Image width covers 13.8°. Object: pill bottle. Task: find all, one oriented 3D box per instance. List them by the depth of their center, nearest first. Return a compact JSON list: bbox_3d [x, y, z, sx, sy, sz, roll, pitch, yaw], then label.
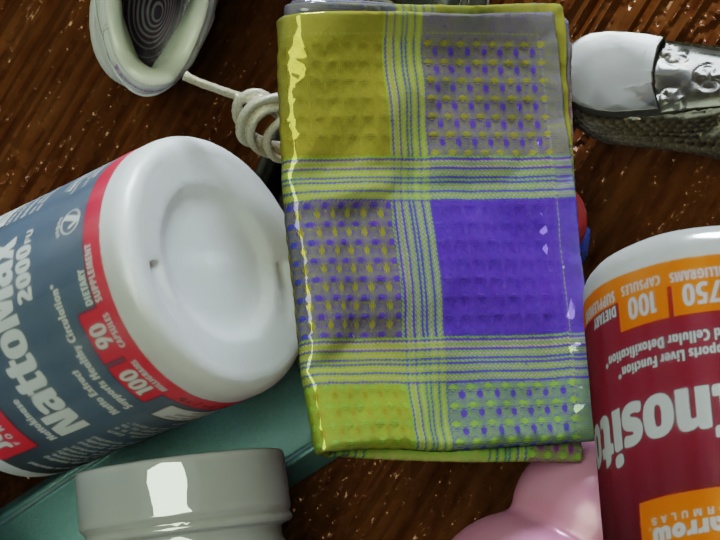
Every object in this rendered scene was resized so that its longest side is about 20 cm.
[{"bbox_3d":[0.154,0.092,1.223,0.112,0.113,0.201,-9,69,13],"label":"pill bottle"},{"bbox_3d":[-0.068,0.184,1.325,0.113,0.114,0.202,-9,84,13],"label":"pill bottle"},{"bbox_3d":[-0.132,0.027,1.341,0.199,0.119,0.120,-24,76,37],"label":"pill bottle"}]

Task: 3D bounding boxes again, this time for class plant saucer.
[{"bbox_3d":[-0.096,0.102,1.399,0.199,0.019,0.070,-33,76,7],"label":"plant saucer"}]

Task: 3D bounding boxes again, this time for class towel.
[{"bbox_3d":[0.034,-0.019,1.262,0.143,0.023,0.202,2,79,-25],"label":"towel"}]

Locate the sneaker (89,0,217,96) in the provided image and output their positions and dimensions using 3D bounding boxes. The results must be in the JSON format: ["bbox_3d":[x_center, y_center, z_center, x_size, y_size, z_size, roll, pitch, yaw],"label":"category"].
[{"bbox_3d":[-0.081,-0.176,1.371,0.074,0.100,0.201,6,102,-7],"label":"sneaker"}]

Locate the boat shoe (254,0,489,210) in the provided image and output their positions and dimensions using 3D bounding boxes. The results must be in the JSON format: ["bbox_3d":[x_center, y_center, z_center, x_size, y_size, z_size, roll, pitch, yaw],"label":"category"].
[{"bbox_3d":[0.002,-0.075,1.376,0.067,0.057,0.201,27,90,16],"label":"boat shoe"}]

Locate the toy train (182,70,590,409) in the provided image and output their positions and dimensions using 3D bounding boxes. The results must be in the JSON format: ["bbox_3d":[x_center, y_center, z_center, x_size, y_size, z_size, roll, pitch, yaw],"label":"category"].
[{"bbox_3d":[0.000,0.000,1.295,0.199,0.085,0.116,20,62,-20],"label":"toy train"}]

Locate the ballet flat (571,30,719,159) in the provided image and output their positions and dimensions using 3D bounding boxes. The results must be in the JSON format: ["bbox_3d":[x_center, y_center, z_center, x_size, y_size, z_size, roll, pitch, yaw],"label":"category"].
[{"bbox_3d":[0.185,-0.069,1.338,0.199,0.046,0.068,7,63,10],"label":"ballet flat"}]

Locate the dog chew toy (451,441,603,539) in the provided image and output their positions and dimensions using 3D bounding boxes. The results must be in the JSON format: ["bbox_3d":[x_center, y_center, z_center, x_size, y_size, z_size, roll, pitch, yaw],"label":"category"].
[{"bbox_3d":[0.074,0.163,1.298,0.124,0.125,0.201,27,82,16],"label":"dog chew toy"}]
